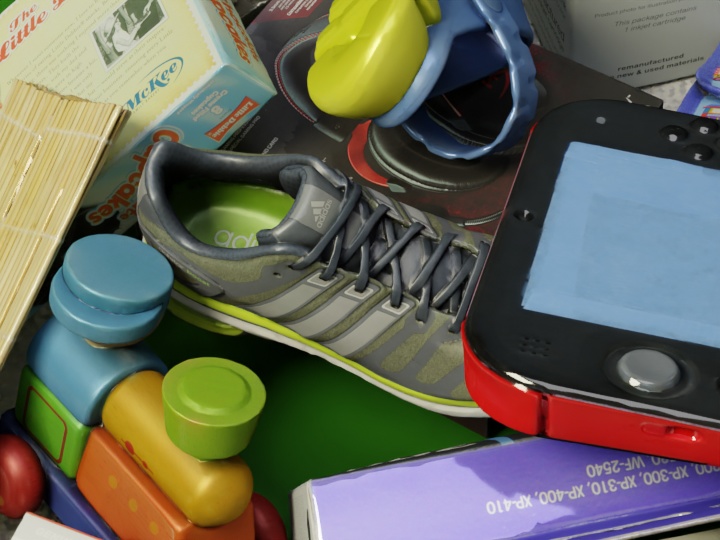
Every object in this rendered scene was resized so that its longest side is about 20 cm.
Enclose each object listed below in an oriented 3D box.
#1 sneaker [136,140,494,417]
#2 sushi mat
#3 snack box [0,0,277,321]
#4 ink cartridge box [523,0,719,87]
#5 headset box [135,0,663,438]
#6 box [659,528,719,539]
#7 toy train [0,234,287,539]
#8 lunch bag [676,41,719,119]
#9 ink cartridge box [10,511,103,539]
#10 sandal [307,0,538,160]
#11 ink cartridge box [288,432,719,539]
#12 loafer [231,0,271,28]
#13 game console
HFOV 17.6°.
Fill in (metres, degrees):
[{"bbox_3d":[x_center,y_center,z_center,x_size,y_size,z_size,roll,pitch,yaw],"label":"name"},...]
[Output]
[{"bbox_3d":[0.000,0.000,0.876,0.200,0.081,0.074,12,69,16],"label":"sneaker"},{"bbox_3d":[-0.156,0.019,0.912,0.096,0.012,0.200,21,85,53],"label":"sushi mat"},{"bbox_3d":[-0.134,-0.054,0.971,0.200,0.037,0.116,-40,51,18],"label":"snack box"},{"bbox_3d":[0.112,-0.201,1.041,0.083,0.200,0.146,-13,52,-8],"label":"ink cartridge box"},{"bbox_3d":[0.007,-0.041,0.998,0.200,0.075,0.149,27,59,22],"label":"headset box"},{"bbox_3d":[0.142,0.142,0.794,0.200,0.078,0.095,-4,46,-35],"label":"box"},{"bbox_3d":[-0.058,0.084,0.865,0.085,0.116,0.200,-21,51,-36],"label":"toy train"},{"bbox_3d":[0.209,-0.034,0.986,0.150,0.094,0.200,12,35,15],"label":"lunch bag"},{"bbox_3d":[-0.115,0.195,0.818,0.109,0.050,0.200,18,62,17],"label":"ink cartridge box"},{"bbox_3d":[0.036,-0.112,0.968,0.087,0.079,0.200,34,41,-18],"label":"sandal"},{"bbox_3d":[0.075,0.076,0.833,0.198,0.200,0.044,-11,86,-6],"label":"ink cartridge box"},{"bbox_3d":[-0.084,-0.127,1.075,0.200,0.068,0.076,-21,53,-13],"label":"loafer"},{"bbox_3d":[0.134,0.003,0.813,0.176,0.031,0.200,8,33,11],"label":"game console"}]
